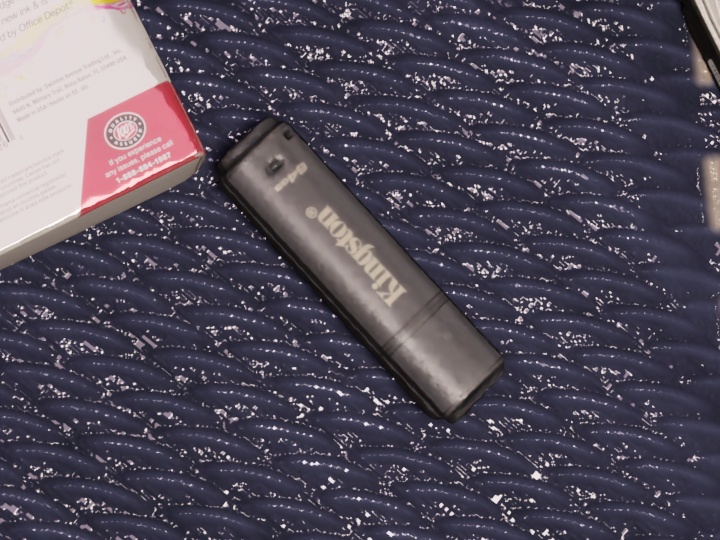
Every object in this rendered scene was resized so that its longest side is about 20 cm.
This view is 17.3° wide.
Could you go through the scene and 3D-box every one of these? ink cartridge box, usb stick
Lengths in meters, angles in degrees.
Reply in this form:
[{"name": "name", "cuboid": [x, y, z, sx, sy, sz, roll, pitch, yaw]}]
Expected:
[{"name": "ink cartridge box", "cuboid": [-0.193, -0.116, 1.300, 0.147, 0.086, 0.201, -26, 87, -7]}, {"name": "usb stick", "cuboid": [0.000, 0.000, 1.337, 0.055, 0.033, 0.200, -43, 90, -7]}]

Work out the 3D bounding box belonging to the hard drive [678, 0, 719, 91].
[{"name": "hard drive", "cuboid": [0.286, -0.175, 1.380, 0.199, 0.038, 0.140, -26, 88, -8]}]
